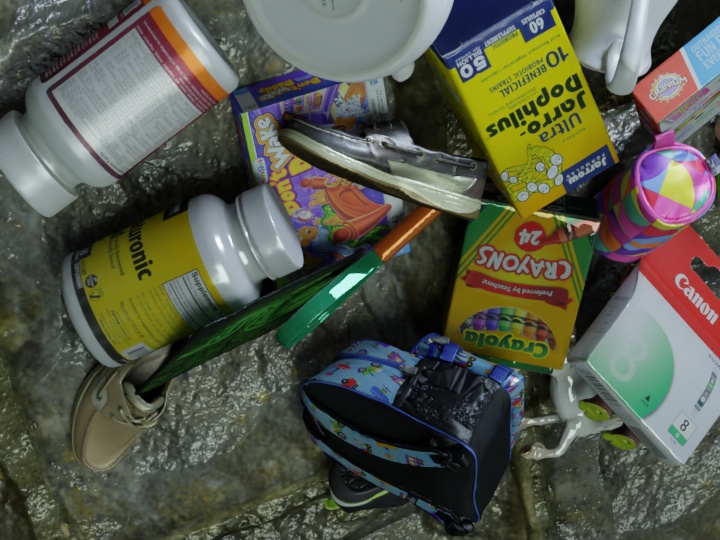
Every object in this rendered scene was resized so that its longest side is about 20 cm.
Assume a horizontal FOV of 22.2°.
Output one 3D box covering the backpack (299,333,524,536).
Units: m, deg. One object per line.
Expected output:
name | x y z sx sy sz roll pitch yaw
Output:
backpack | 0.046 0.142 1.797 0.135 0.199 0.183 -58 158 -27

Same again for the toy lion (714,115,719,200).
toy lion | 0.456 -0.093 1.873 0.199 0.069 0.193 -14 133 -13

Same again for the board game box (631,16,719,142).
board game box | 0.324 -0.182 1.691 0.153 0.040 0.200 -39 169 5

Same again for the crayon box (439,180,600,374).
crayon box | 0.152 0.018 1.795 0.126 0.051 0.201 9 118 -1

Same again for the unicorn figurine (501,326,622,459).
unicorn figurine | 0.214 0.134 1.912 0.137 0.074 0.201 -22 128 -6

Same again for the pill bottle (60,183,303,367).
pill bottle | -0.156 -0.001 1.629 0.199 0.112 0.112 -23 128 9

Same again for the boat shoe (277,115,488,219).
boat shoe | 0.022 -0.103 1.630 0.199 0.073 0.065 20 88 -23

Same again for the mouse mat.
mouse mat | -0.102 0.048 1.668 0.199 0.008 0.161 -27 170 -39

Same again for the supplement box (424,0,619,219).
supplement box | 0.137 -0.168 1.658 0.108 0.110 0.200 -31 128 0

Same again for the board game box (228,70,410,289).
board game box | -0.035 -0.088 1.682 0.134 0.045 0.201 -18 127 -10

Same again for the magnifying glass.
magnifying glass | 0.000 0.000 1.694 0.200 0.080 0.022 -40 84 -2

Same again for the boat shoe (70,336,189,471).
boat shoe | -0.216 0.116 1.733 0.072 0.065 0.201 17 114 -30

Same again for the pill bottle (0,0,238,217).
pill bottle | -0.209 -0.140 1.538 0.200 0.110 0.110 -37 128 5

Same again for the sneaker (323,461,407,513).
sneaker | 0.053 0.200 1.911 0.199 0.072 0.083 -15 150 -11

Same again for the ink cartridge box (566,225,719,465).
ink cartridge box | 0.318 0.067 1.833 0.161 0.050 0.200 45 75 -20

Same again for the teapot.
teapot | -0.001 -0.265 1.523 0.197 0.146 0.200 39 126 -3

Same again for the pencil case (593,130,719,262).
pencil case | 0.273 -0.066 1.739 0.088 0.089 0.200 -16 171 -11

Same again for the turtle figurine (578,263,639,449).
turtle figurine | 0.297 0.102 1.890 0.162 0.064 0.200 -58 138 -21

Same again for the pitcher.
pitcher | 0.240 -0.261 1.592 0.120 0.172 0.201 10 111 -7
